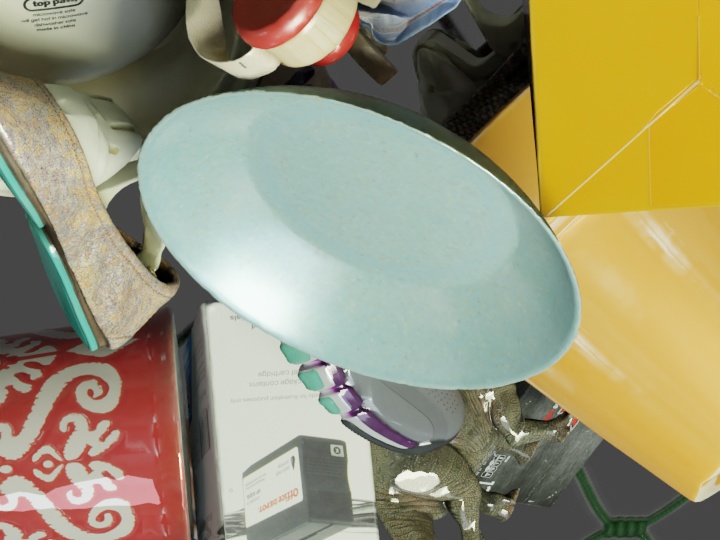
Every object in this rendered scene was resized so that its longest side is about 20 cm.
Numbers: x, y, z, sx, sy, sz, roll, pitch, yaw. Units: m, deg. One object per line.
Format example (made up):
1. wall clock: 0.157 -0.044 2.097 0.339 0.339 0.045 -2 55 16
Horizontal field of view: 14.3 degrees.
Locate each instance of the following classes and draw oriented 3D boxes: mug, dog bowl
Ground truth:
1. mug: -0.190 0.115 1.514 0.200 0.133 0.178 -5 103 -3
2. dog bowl: -0.142 -0.125 1.304 0.200 0.074 0.200 -7 140 -6

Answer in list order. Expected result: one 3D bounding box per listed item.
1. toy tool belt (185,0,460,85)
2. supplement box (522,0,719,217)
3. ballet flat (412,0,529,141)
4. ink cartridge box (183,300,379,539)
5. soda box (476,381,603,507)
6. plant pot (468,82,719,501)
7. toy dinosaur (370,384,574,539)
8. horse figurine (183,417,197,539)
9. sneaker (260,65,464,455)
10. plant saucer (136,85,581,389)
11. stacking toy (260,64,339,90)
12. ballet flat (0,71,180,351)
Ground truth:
1. toy tool belt: 0.003 -0.147 1.219 0.125 0.200 0.123 -27 136 30
2. supplement box: 0.131 -0.164 1.195 0.133 0.200 0.197 -4 130 3
3. ballet flat: 0.073 -0.113 1.390 0.075 0.068 0.200 33 119 -15
4. ink cartridge box: -0.040 0.124 1.489 0.084 0.200 0.145 -3 168 -9
5. soda box: 0.114 0.045 1.575 0.071 0.063 0.200 9 136 -25
6. plant pot: 0.145 0.003 1.377 0.200 0.183 0.200 -39 166 -12
7. toy dinosaur: 0.045 0.092 1.505 0.102 0.200 0.077 31 169 -9
8. horse figurine: -0.061 0.119 1.623 0.200 0.050 0.133 -1 127 -4
9. sneaker: 0.000 0.000 1.314 0.088 0.074 0.200 -25 114 36
10. plant saucer: 0.004 -0.023 1.224 0.201 0.039 0.201 16 148 11
11. stacking toy: -0.016 -0.033 1.443 0.085 0.085 0.200 -24 143 13
12. ballet flat: -0.128 -0.041 1.311 0.067 0.068 0.200 -31 146 -8
